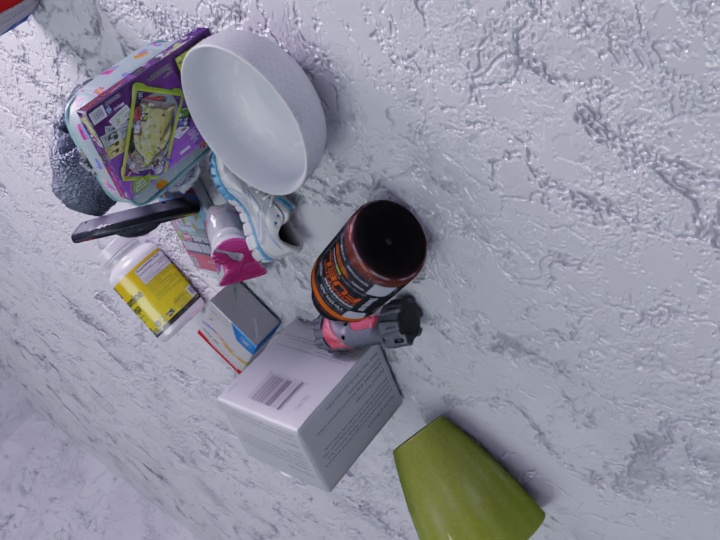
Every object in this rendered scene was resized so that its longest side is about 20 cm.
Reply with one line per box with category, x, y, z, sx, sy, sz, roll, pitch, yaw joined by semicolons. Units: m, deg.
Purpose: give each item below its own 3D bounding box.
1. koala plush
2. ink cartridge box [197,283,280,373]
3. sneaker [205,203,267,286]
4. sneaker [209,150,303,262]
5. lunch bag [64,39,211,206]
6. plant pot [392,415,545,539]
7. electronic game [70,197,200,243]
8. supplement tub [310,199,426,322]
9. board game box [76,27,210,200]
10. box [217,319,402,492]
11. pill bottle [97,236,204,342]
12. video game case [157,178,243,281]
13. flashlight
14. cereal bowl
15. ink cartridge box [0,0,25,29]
koala plush;-0.339;-0.173;1.197;0.195;0.187;0.179;-4;137;28
ink cartridge box;-0.224;0.110;1.466;0.116;0.067;0.200;43;150;4
sneaker;-0.193;-0.041;1.253;0.201;0.079;0.090;100;154;-68
sneaker;-0.134;-0.102;1.124;0.085;0.076;0.203;-2;130;34
lunch bag;-0.272;-0.186;1.050;0.076;0.200;0.163;16;141;40
plant pot;0.139;0.324;1.201;0.202;0.185;0.188;56;151;10
electronic game;-0.340;-0.072;1.243;0.198;0.197;0.043;-7;100;52
supplement tub;0.000;0.000;1.030;0.107;0.107;0.200;44;149;0
board game box;-0.240;-0.195;1.001;0.032;0.200;0.122;13;137;42
box;-0.076;0.202;1.269;0.196;0.200;0.133;10;134;43
pill bottle;-0.395;0.025;1.529;0.201;0.112;0.112;49;149;-6
video game case;-0.273;-0.075;1.357;0.141;0.017;0.203;12;135;44
flashlight;0.008;0.075;1.157;0.198;0.068;0.068;-18;110;51
cereal bowl;-0.114;-0.194;0.964;0.198;0.083;0.203;31;146;24
ink cartridge box;-0.523;-0.397;1.174;0.198;0.116;0.068;-12;118;54
